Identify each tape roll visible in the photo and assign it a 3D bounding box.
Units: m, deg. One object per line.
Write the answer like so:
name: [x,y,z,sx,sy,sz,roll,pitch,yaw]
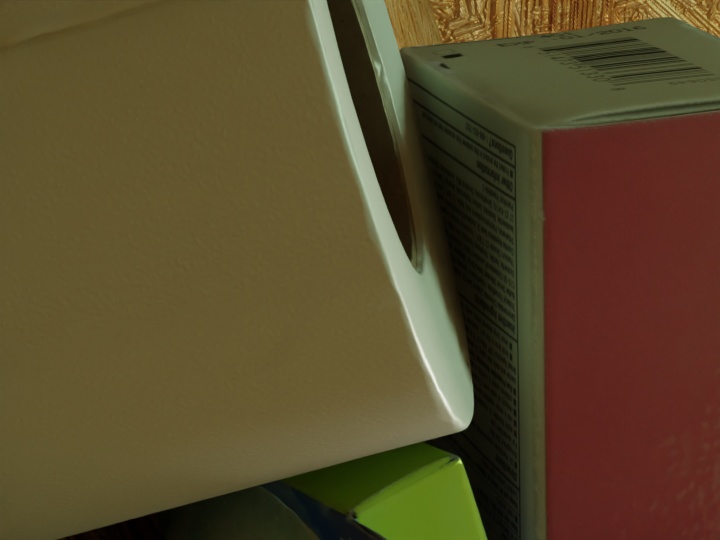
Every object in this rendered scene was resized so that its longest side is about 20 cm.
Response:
tape roll: [-0.060,-0.034,0.611,0.203,0.139,0.203,-16,90,-82]

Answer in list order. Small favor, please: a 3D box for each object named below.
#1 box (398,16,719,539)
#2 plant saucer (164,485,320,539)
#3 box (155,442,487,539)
box: [0.084,0.028,0.711,0.128,0.109,0.201,-137,-139,-65]
plant saucer: [-0.021,0.160,0.683,0.201,0.039,0.201,48,-26,33]
box: [-0.008,0.104,0.708,0.200,0.048,0.122,17,-50,59]
